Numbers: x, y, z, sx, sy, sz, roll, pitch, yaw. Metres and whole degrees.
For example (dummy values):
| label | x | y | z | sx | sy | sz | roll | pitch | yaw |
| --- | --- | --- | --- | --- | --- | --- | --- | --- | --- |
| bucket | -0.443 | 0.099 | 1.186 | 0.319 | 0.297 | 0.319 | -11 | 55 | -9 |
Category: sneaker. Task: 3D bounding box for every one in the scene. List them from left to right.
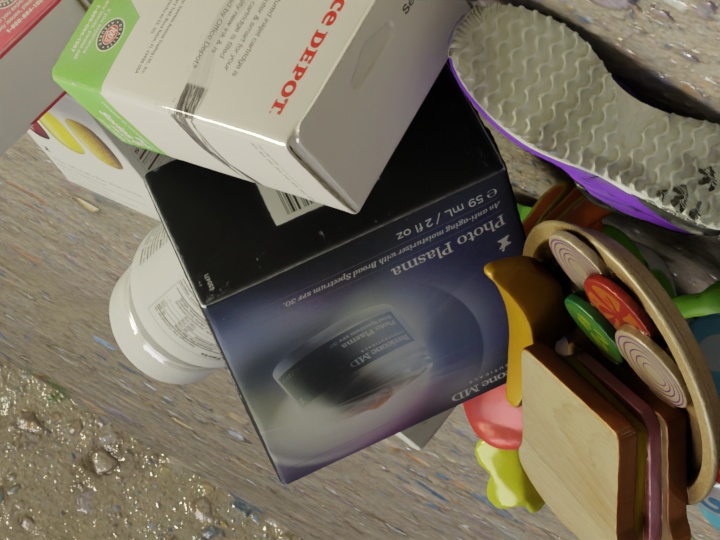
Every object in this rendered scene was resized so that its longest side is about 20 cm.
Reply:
| label | x | y | z | sx | sy | sz | roll | pitch | yaw |
| --- | --- | --- | --- | --- | --- | --- | --- | --- | --- |
| sneaker | 0.130 | -0.075 | 1.542 | 0.200 | 0.070 | 0.100 | 32 | 169 | -4 |

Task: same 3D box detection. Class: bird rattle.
| label | x | y | z | sx | sy | sz | roll | pitch | yaw |
| --- | --- | --- | --- | --- | --- | --- | --- | --- | --- |
| bird rattle | 0.186 | 0.128 | 2.178 | 0.162 | 0.113 | 0.200 | 21 | 156 | -15 |

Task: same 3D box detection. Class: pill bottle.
| label | x | y | z | sx | sy | sz | roll | pitch | yaw |
| --- | --- | --- | --- | --- | --- | --- | --- | --- | --- |
| pill bottle | -0.088 | -0.002 | 1.859 | 0.113 | 0.114 | 0.200 | 33 | 143 | -15 |

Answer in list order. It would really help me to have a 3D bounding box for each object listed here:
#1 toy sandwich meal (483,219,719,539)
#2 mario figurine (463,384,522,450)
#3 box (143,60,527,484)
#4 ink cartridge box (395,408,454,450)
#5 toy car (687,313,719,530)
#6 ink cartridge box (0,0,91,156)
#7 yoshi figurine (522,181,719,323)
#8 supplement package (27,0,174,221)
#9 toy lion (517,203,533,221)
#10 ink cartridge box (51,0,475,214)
| label | x | y | z | sx | sy | sz | roll | pitch | yaw |
| --- | --- | --- | --- | --- | --- | --- | --- | --- | --- |
| toy sandwich meal | 0.134 | 0.068 | 1.584 | 0.205 | 0.070 | 0.206 | 51 | 158 | 29 |
| mario figurine | 0.130 | 0.073 | 1.830 | 0.106 | 0.123 | 0.200 | 59 | -171 | 27 |
| box | 0.000 | 0.000 | 1.676 | 0.199 | 0.199 | 0.124 | 69 | 176 | -52 |
| ink cartridge box | -0.003 | 0.061 | 1.902 | 0.109 | 0.050 | 0.200 | 40 | 178 | -11 |
| toy car | 0.284 | 0.136 | 1.605 | 0.185 | 0.176 | 0.201 | 69 | -177 | -56 |
| ink cartridge box | -0.279 | -0.173 | 1.771 | 0.200 | 0.146 | 0.083 | 45 | 177 | 30 |
| yoshi figurine | 0.200 | 0.017 | 1.735 | 0.200 | 0.113 | 0.112 | 47 | 123 | -10 |
| supplement package | -0.171 | -0.132 | 1.878 | 0.113 | 0.110 | 0.200 | 23 | 165 | 27 |
| toy lion | 0.104 | -0.001 | 1.902 | 0.191 | 0.069 | 0.200 | 16 | 162 | 22 |
| ink cartridge box | -0.056 | -0.131 | 1.564 | 0.199 | 0.146 | 0.084 | 19 | 163 | 40 |
